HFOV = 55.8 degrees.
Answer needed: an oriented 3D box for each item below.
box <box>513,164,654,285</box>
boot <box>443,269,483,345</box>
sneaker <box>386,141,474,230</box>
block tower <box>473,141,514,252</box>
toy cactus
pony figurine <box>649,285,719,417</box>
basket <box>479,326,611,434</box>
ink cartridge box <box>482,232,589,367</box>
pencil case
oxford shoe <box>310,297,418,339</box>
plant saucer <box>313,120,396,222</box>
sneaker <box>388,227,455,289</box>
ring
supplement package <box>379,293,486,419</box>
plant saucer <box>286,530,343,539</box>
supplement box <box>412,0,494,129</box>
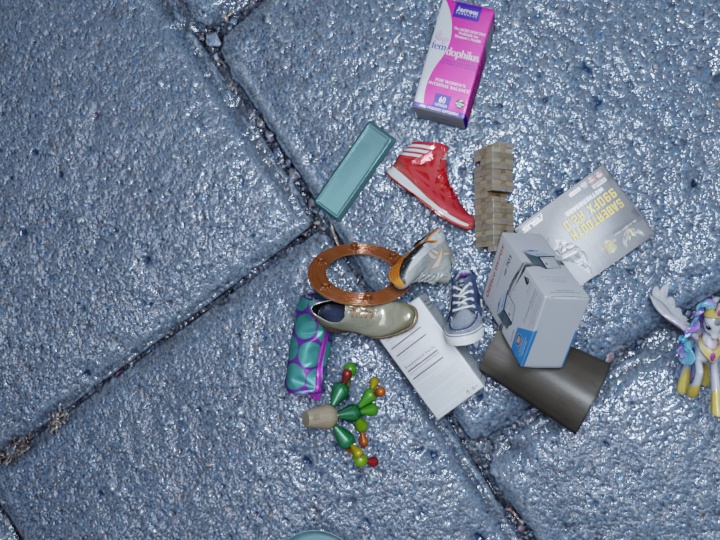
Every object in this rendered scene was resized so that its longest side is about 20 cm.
[{"bbox_3d":[0.408,-0.071,1.255,0.199,0.048,0.159,-36,85,10],"label":"box"},{"bbox_3d":[0.182,0.063,1.221,0.072,0.200,0.091,-9,102,13],"label":"boot"},{"bbox_3d":[0.155,-0.172,1.287,0.199,0.078,0.116,37,99,6],"label":"sneaker"},{"bbox_3d":[0.249,-0.133,1.265,0.054,0.058,0.202,1,86,-30],"label":"block tower"},{"bbox_3d":[-0.029,0.281,1.304,0.164,0.102,0.202,1,85,-33],"label":"toy cactus"},{"bbox_3d":[0.592,0.118,1.173,0.165,0.193,0.202,2,111,14],"label":"pony figurine"},{"bbox_3d":[0.328,0.181,1.229,0.199,0.180,0.137,28,107,18],"label":"basket"},{"bbox_3d":[0.295,0.047,1.170,0.085,0.201,0.148,1,123,-14],"label":"ink cartridge box"},{"bbox_3d":[-0.093,0.144,1.339,0.092,0.085,0.202,15,97,45],"label":"pencil case"},{"bbox_3d":[0.004,0.083,1.225,0.198,0.074,0.072,-4,72,21],"label":"oxford shoe"},{"bbox_3d":[-0.013,-0.197,1.348,0.070,0.019,0.201,36,97,7],"label":"plant saucer"},{"bbox_3d":[0.126,-0.005,1.245,0.075,0.200,0.092,-33,95,39],"label":"sneaker"},{"bbox_3d":[0.000,0.000,1.269,0.198,0.201,0.019,11,125,10],"label":"ring"},{"bbox_3d":[0.133,0.157,1.282,0.109,0.114,0.201,-38,83,11],"label":"supplement package"},{"bbox_3d":[-0.084,0.624,1.384,0.198,0.027,0.203,0,91,11],"label":"plant saucer"},{"bbox_3d":[0.176,-0.381,1.264,0.100,0.103,0.202,16,93,11],"label":"supplement box"}]
